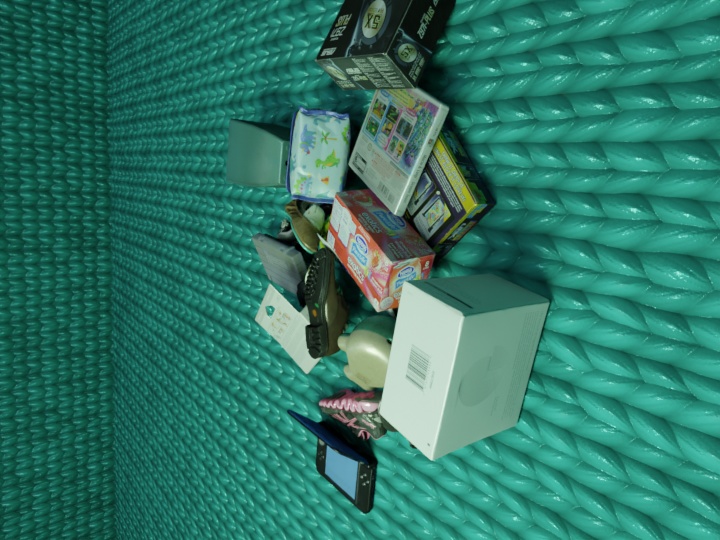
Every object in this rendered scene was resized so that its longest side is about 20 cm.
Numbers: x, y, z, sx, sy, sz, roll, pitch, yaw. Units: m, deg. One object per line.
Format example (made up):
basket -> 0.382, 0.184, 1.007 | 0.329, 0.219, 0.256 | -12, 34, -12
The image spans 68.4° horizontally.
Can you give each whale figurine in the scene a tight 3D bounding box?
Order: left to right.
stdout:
whale figurine -> 0.030, 0.158, 0.998 | 0.156, 0.105, 0.201 | 32, 148, 2

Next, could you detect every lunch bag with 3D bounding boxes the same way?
lunch bag -> -0.085, -0.233, 1.072 | 0.200, 0.122, 0.177 | -100, 18, -76

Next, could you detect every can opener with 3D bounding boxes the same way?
can opener -> -0.125, -0.103, 1.203 | 0.198, 0.078, 0.065 | -31, 30, 44

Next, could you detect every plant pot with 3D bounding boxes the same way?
plant pot -> -0.197, -0.256, 1.211 | 0.197, 0.138, 0.147 | 22, 110, 44

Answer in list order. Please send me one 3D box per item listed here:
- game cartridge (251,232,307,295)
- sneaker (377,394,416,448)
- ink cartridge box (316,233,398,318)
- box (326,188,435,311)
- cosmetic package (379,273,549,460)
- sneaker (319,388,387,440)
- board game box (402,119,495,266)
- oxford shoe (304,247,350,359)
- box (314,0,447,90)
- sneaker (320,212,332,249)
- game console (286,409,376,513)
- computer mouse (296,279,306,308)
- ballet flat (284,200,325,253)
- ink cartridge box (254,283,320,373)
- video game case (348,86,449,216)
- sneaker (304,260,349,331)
game cartridge -> -0.179, -0.012, 1.242 | 0.197, 0.038, 0.134 | 24, 136, 48
sneaker -> 0.078, 0.257, 0.905 | 0.204, 0.072, 0.119 | 108, 165, -45
ink cartridge box -> 0.000, 0.000, 0.995 | 0.037, 0.095, 0.199 | -44, 61, -9
box -> 0.029, -0.040, 0.891 | 0.201, 0.092, 0.102 | 53, 141, 40
cosmetic package -> 0.147, 0.124, 0.758 | 0.122, 0.194, 0.208 | 28, 114, 48
sneaker -> -0.015, 0.299, 1.084 | 0.197, 0.077, 0.099 | -11, 96, 52
board game box -> 0.115, -0.138, 0.891 | 0.166, 0.055, 0.205 | -46, 58, 40
oxford shoe -> -0.061, 0.060, 1.023 | 0.072, 0.082, 0.209 | 11, 102, 54
box -> 0.037, -0.402, 0.895 | 0.197, 0.085, 0.168 | 21, 83, 48
sneaker -> -0.035, -0.077, 1.069 | 0.199, 0.080, 0.078 | 159, 110, -69
game console -> -0.069, 0.400, 1.116 | 0.197, 0.115, 0.178 | 19, 107, 49
computer mouse -> -0.133, 0.086, 1.193 | 0.059, 0.034, 0.202 | 46, 148, 17
ballet flat -> -0.107, -0.107, 1.078 | 0.073, 0.067, 0.201 | -46, 28, 8
ink cartridge box -> -0.140, 0.120, 1.143 | 0.176, 0.045, 0.201 | 46, 148, 5
video game case -> 0.056, -0.222, 0.898 | 0.201, 0.023, 0.187 | 53, 127, 48
sneaker -> -0.056, 0.049, 1.094 | 0.086, 0.077, 0.205 | 20, 136, 27
